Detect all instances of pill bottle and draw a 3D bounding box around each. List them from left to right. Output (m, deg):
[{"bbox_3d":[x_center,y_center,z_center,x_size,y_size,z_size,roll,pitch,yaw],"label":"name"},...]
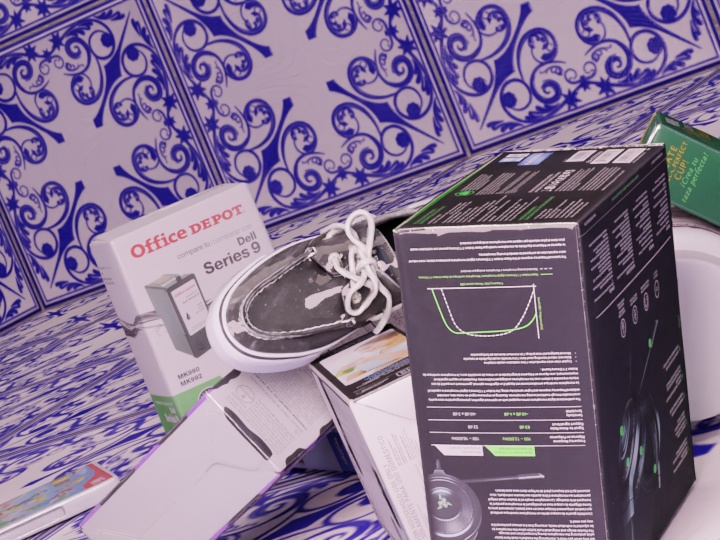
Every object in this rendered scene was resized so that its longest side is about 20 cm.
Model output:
[{"bbox_3d":[0.194,0.024,1.308,0.113,0.114,0.200,-21,7,10],"label":"pill bottle"}]

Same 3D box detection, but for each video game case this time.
[{"bbox_3d":[-0.308,0.219,1.855,0.200,0.017,0.143,-24,6,-14],"label":"video game case"}]

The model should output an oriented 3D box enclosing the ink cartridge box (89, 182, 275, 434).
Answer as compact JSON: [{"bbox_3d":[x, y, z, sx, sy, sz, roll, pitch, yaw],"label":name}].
[{"bbox_3d":[-0.141,0.036,1.967,0.146,0.201,0.084,-25,8,-18],"label":"ink cartridge box"}]

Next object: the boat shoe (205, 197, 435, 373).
[{"bbox_3d":[0.001,0.002,1.294,0.199,0.074,0.068,-17,-12,-26],"label":"boat shoe"}]

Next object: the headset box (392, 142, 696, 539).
[{"bbox_3d":[0.097,0.053,1.059,0.092,0.201,0.174,-2,15,22],"label":"headset box"}]

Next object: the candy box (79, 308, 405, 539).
[{"bbox_3d":[-0.069,0.103,1.409,0.168,0.072,0.200,-46,-3,38],"label":"candy box"}]

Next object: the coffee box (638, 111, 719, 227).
[{"bbox_3d":[0.261,-0.035,1.309,0.123,0.200,0.044,-56,-9,-79],"label":"coffee box"}]

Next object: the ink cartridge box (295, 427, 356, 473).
[{"bbox_3d":[0.014,0.107,1.574,0.119,0.042,0.200,-25,5,-23],"label":"ink cartridge box"}]

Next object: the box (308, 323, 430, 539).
[{"bbox_3d":[0.029,0.102,1.233,0.060,0.117,0.200,-25,8,-5],"label":"box"}]
